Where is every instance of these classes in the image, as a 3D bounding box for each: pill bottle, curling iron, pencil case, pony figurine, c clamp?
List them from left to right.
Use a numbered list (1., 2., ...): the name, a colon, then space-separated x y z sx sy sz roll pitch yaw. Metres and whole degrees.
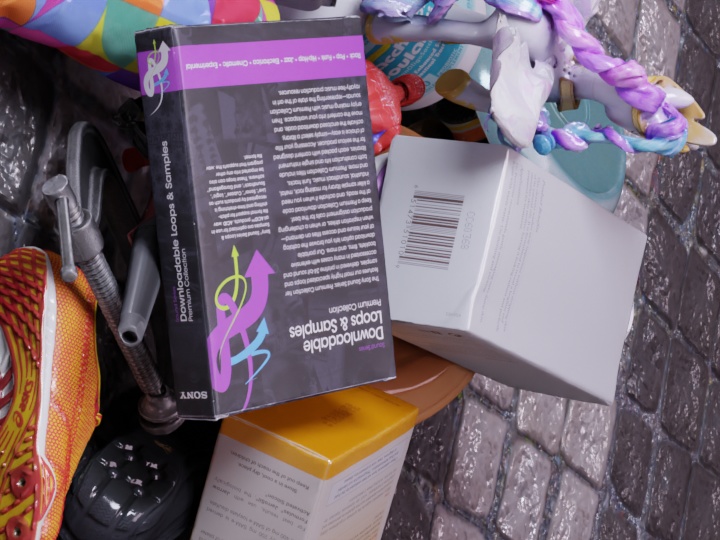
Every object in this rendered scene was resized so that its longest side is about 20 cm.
1. pencil case: -0.134 -0.141 1.279 0.200 0.088 0.089 23 71 -45
2. c clamp: -0.129 0.012 1.291 0.171 0.027 0.200 -100 170 -46
3. curling iron: -0.116 -0.026 1.278 0.050 0.026 0.201 36 31 -26
4. pill bottle: -0.013 -0.171 1.479 0.200 0.110 0.111 17 76 -57
5. pony figurine: 0.095 -0.137 1.368 0.167 0.199 0.193 -59 146 -13

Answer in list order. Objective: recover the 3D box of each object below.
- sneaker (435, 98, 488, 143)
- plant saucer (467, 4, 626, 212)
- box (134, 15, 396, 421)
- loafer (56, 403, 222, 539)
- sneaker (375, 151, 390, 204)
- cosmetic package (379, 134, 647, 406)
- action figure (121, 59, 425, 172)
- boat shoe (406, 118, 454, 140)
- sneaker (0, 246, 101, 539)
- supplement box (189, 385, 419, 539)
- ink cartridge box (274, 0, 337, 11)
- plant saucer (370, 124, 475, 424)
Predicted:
1. sneaker: 0.109 -0.116 1.687 0.090 0.070 0.200 62 27 -19
2. plant saucer: 0.128 -0.119 1.620 0.200 0.027 0.201 41 39 -43
3. box: -0.048 -0.030 1.277 0.143 0.036 0.201 -9 93 -48
4. loafer: -0.117 0.116 1.365 0.071 0.068 0.201 -56 173 26
5. sneaker: -0.031 -0.025 1.399 0.200 0.099 0.075 -24 113 -49
6. cosmetic package: 0.087 0.002 1.421 0.200 0.081 0.113 30 71 -57
7. action figure: -0.043 -0.079 1.420 0.199 0.052 0.066 -22 89 -27
8. boat shoe: 0.025 -0.057 1.603 0.200 0.063 0.074 6 59 -61
9. sneaker: -0.165 0.089 1.266 0.077 0.073 0.201 27 67 -52
10. supplement box: -0.046 0.168 1.389 0.126 0.073 0.201 -23 132 -64
11. ink cartridge box: -0.063 -0.262 1.351 0.085 0.144 0.201 113 -12 -74
12. plant saucer: 0.000 0.000 1.470 0.199 0.037 0.201 4 79 -23
